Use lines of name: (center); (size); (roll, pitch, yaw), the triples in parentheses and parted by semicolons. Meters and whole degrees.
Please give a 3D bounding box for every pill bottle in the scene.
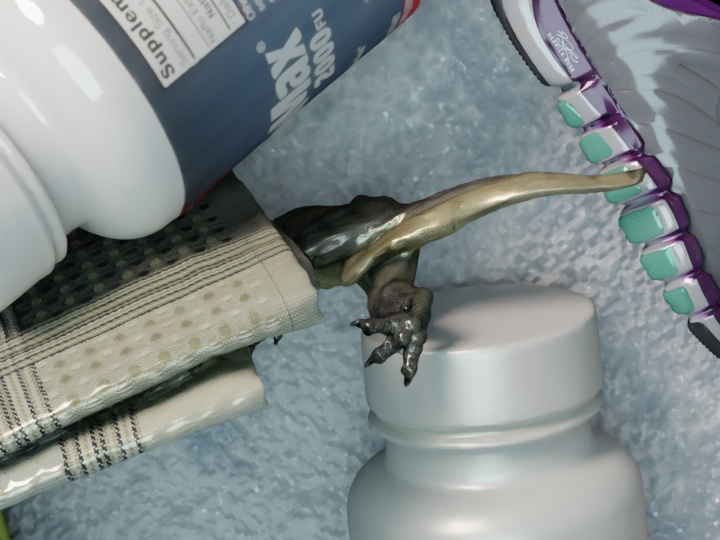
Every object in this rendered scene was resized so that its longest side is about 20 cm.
pill bottle: (-0.079, -0.082, 0.713); (0.200, 0.119, 0.120); (-42, 99, -20)
pill bottle: (0.054, 0.113, 0.798); (0.113, 0.114, 0.202); (-5, 104, 6)

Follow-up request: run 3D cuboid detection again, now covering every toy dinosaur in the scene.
toy dinosaur: (0.000, 0.000, 0.756); (0.199, 0.088, 0.048); (-11, 120, 35)

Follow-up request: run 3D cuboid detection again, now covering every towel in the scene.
towel: (-0.118, 0.021, 0.730); (0.199, 0.193, 0.035); (-25, 117, -6)

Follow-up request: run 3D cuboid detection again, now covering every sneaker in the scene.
sneaker: (0.129, -0.052, 0.759); (0.087, 0.074, 0.201); (-29, 105, 24)

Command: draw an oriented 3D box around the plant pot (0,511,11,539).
plant pot: (-0.221, 0.167, 0.802); (0.197, 0.182, 0.201); (-11, 103, 7)
